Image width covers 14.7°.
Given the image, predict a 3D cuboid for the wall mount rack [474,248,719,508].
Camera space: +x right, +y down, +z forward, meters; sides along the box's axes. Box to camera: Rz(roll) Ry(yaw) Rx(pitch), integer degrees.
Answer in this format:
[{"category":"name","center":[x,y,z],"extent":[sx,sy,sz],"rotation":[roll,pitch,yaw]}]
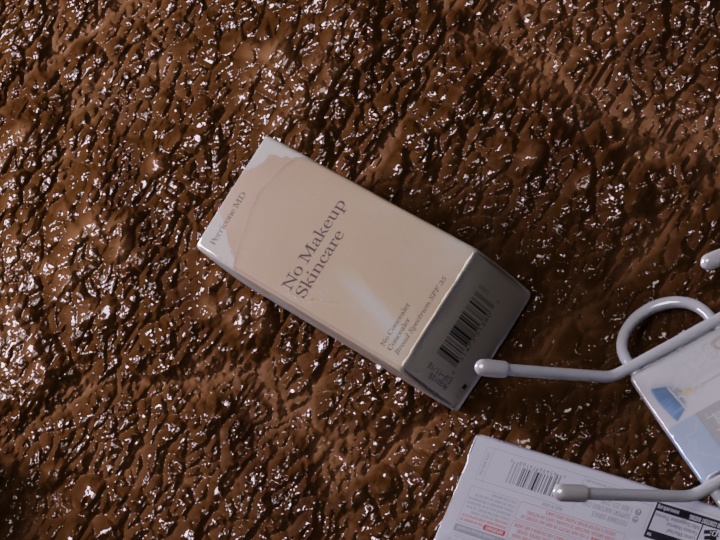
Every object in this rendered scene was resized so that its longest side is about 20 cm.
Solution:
[{"category":"wall mount rack","center":[0.174,0.073,1.609],"extent":[0.173,0.075,0.200],"rotation":[-28,41,-3]}]

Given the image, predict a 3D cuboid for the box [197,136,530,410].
[{"category":"box","center":[0.000,0.000,1.787],"extent":[0.200,0.078,0.095],"rotation":[28,85,39]}]

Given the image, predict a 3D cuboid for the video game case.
[{"category":"video game case","center":[0.121,0.208,1.626],"extent":[0.200,0.045,0.182],"rotation":[15,74,37]}]
